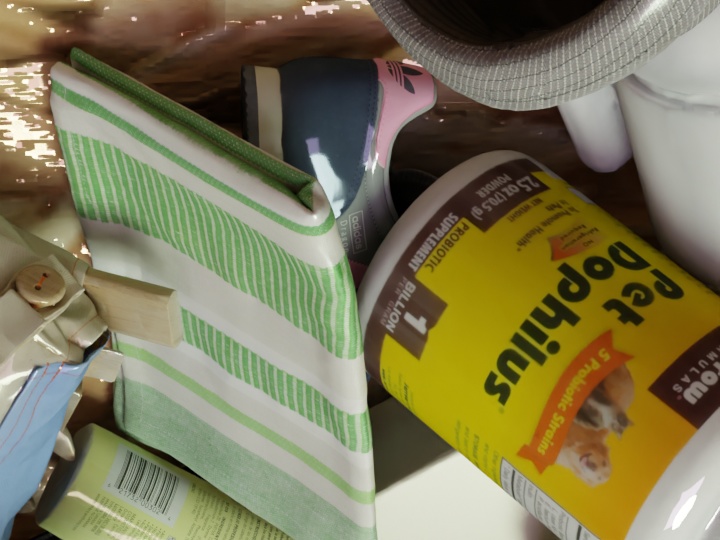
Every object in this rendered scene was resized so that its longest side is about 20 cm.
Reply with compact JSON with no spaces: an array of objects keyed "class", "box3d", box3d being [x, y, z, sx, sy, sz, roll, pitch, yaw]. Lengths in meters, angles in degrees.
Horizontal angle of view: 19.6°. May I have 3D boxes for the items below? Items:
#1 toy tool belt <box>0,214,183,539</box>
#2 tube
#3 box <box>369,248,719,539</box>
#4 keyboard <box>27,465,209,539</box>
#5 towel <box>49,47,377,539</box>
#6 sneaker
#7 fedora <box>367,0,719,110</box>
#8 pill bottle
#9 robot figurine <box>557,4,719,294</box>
[{"class":"toy tool belt","box3d":[-0.156,0.064,0.852,0.122,0.125,0.201,19,127,-12]},{"class":"tube","box3d":[-0.050,0.139,0.939,0.199,0.052,0.058,30,116,-15]},{"class":"box","box3d":[0.084,0.072,0.907,0.199,0.069,0.082,-28,119,10]},{"class":"keyboard","box3d":[-0.077,0.134,0.986,0.199,0.040,0.104,-24,115,8]},{"class":"towel","box3d":[-0.057,0.021,0.829,0.023,0.152,0.201,-38,142,-33]},{"class":"sneaker","box3d":[0.000,0.000,0.851,0.081,0.070,0.201,-8,134,-2]},{"class":"fedora","box3d":[0.076,-0.152,0.688,0.176,0.201,0.090,-7,174,40]},{"class":"pill bottle","box3d":[0.098,0.050,0.791,0.109,0.200,0.110,-39,152,-25]},{"class":"robot figurine","box3d":[0.152,-0.071,0.780,0.168,0.113,0.201,-5,134,18]}]
